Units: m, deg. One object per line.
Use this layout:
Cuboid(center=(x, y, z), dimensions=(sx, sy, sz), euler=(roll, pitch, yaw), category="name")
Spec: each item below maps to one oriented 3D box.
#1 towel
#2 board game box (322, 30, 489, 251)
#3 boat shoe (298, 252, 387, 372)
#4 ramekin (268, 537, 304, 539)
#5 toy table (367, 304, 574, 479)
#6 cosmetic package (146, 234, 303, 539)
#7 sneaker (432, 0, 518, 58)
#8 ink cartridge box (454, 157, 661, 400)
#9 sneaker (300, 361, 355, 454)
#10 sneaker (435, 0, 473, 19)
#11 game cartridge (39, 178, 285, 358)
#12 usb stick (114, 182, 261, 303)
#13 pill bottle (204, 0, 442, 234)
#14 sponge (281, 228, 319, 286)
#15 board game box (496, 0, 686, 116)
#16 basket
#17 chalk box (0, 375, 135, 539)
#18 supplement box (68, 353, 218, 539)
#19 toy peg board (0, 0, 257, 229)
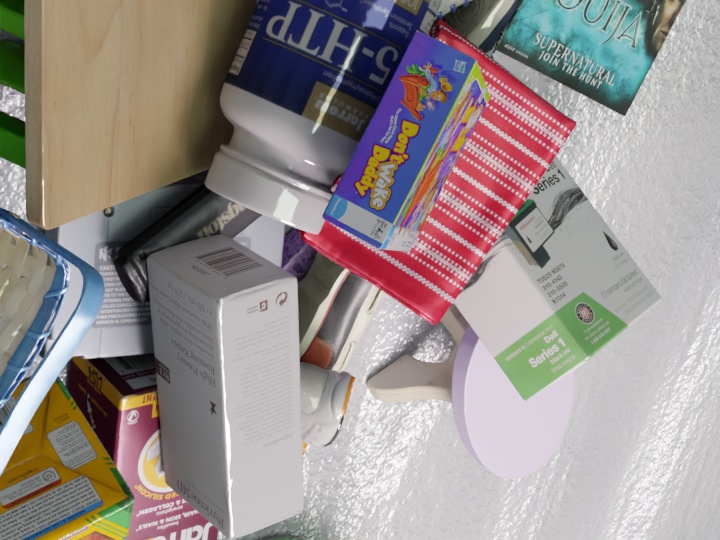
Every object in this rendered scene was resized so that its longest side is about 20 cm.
Cuboid(center=(0.059, -0.073, 1.162), dimensions=(0.144, 0.022, 0.200), euler=(35, 92, -15), category="towel")
Cuboid(center=(0.036, -0.083, 1.040), dimensions=(0.135, 0.045, 0.200), euler=(-63, 174, 4), category="board game box")
Cuboid(center=(0.000, 0.000, 1.225), dimensions=(0.062, 0.071, 0.201), euler=(23, 103, -32), category="boat shoe")
Cuboid(center=(-0.077, 0.349, 1.399), dimensions=(0.199, 0.098, 0.201), euler=(-21, 127, -30), category="ramekin")
Cuboid(center=(0.111, 0.089, 1.386), dimensions=(0.183, 0.117, 0.201), euler=(-24, 128, -27), category="toy table")
Cuboid(center=(-0.098, 0.085, 1.099), dimensions=(0.074, 0.102, 0.201), euler=(-17, 119, -33), category="cosmetic package")
Cuboid(center=(0.085, -0.170, 1.240), dimensions=(0.084, 0.075, 0.200), euler=(20, 111, -44), category="sneaker")
Cuboid(center=(0.139, -0.014, 1.263), dimensions=(0.084, 0.200, 0.146), euler=(-40, 173, 41), category="ink cartridge box")
Cuboid(center=(-0.078, 0.115, 1.243), dimensions=(0.092, 0.200, 0.076), euler=(26, 58, -11), category="sneaker")
Cuboid(center=(0.039, -0.209, 1.168), dimensions=(0.115, 0.080, 0.200), euler=(5, 110, -40), category="sneaker")
Cuboid(center=(-0.150, -0.004, 1.147), dimensions=(0.199, 0.040, 0.134), euler=(-2, 108, -37), category="game cartridge")
Cuboid(center=(-0.099, -0.051, 1.126), dimensions=(0.200, 0.033, 0.056), euler=(-40, 142, -21), category="usb stick")
Cuboid(center=(-0.030, -0.134, 1.052), dimensions=(0.119, 0.119, 0.201), euler=(19, 95, -45), category="pill bottle")
Cuboid(center=(-0.032, 0.008, 1.277), dimensions=(0.200, 0.030, 0.112), euler=(-46, 135, -9), category="sponge")
Cuboid(center=(0.205, -0.230, 1.334), dimensions=(0.199, 0.028, 0.136), euler=(17, 105, -45), category="board game box")
Cuboid(center=(-0.260, 0.037, 0.976), dimensions=(0.139, 0.200, 0.177), euler=(29, 96, -46), category="basket")
Cuboid(center=(-0.255, 0.191, 1.108), dimensions=(0.124, 0.124, 0.200), euler=(-26, 155, -26), category="chalk box")
Cuboid(center=(-0.174, 0.157, 1.208), dimensions=(0.110, 0.086, 0.201), euler=(-11, 122, -36), category="supplement box")
Cuboid(center=(-0.173, -0.161, 1.027), dimensions=(0.199, 0.098, 0.201), euler=(-27, 133, -46), category="toy peg board")
